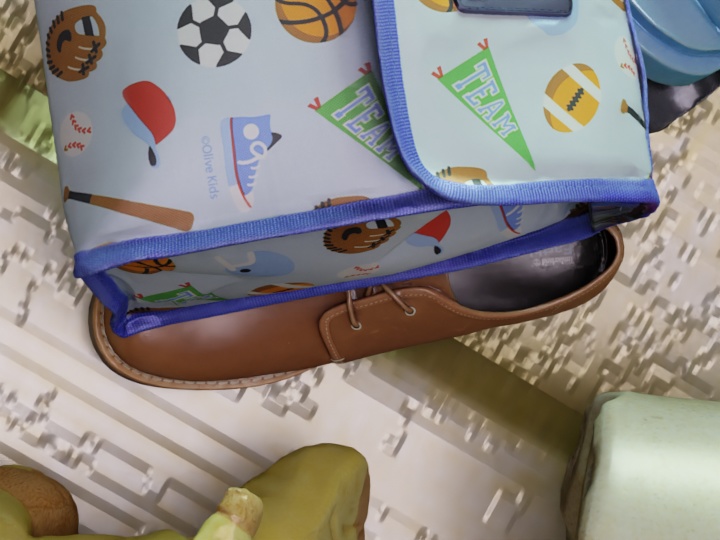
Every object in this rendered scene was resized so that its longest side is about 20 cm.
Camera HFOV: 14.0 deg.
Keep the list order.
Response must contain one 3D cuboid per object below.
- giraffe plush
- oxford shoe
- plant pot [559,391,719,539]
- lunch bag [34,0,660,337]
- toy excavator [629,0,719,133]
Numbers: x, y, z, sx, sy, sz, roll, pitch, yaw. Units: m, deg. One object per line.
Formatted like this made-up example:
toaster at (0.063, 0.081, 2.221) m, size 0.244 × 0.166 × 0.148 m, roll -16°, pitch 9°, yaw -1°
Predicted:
giraffe plush at (-0.105, 0.125, 1.009) m, size 0.162 × 0.200 × 0.173 m, roll 15°, pitch 90°, yaw 17°
oxford shoe at (0.000, 0.000, 1.063) m, size 0.199 × 0.071 × 0.072 m, roll -12°, pitch 94°, yaw -10°
plant pot at (0.158, 0.125, 1.047) m, size 0.183 × 0.200 × 0.201 m, roll 13°, pitch 87°, yaw 0°
lunch bag at (-0.007, -0.083, 0.999) m, size 0.199 × 0.124 × 0.171 m, roll -9°, pitch 78°, yaw 3°
toy excavator at (0.169, -0.148, 1.036) m, size 0.194 × 0.200 × 0.100 m, roll -38°, pitch 97°, yaw -26°
